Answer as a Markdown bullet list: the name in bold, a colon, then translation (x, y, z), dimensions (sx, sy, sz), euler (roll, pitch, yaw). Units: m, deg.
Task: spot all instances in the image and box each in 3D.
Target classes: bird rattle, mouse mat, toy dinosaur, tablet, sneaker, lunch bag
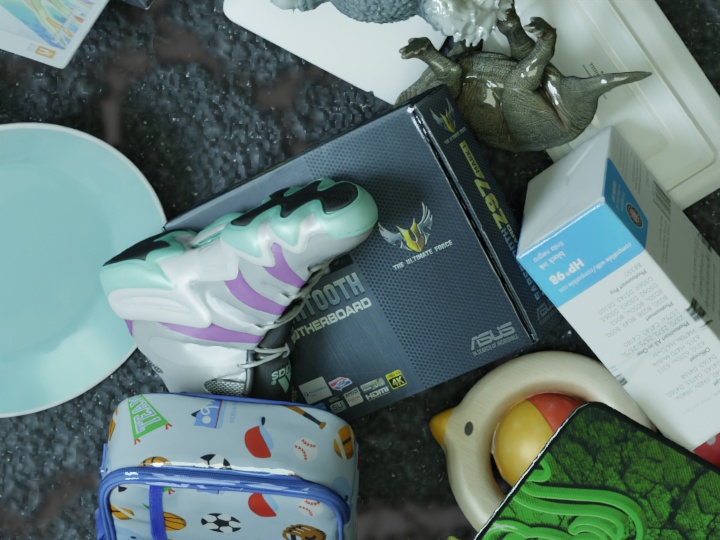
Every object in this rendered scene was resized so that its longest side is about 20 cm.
- **bird rattle**: translation (0.130, 0.124, 1.772), dimensions (0.200, 0.113, 0.163), euler (-30, 79, 3)
- **mouse mat**: translation (0.158, 0.174, 1.725), dimensions (0.200, 0.008, 0.161), euler (29, 105, -27)
- **toy dinosaur**: translation (0.086, -0.105, 1.732), dimensions (0.200, 0.077, 0.102), euler (-6, 126, 23)
- **tablet**: translation (0.017, -0.214, 1.769), dimensions (0.130, 0.014, 0.200), euler (27, 98, -2)
- **sneaker**: translation (-0.048, 0.031, 1.707), dimensions (0.200, 0.078, 0.140), euler (-16, 103, 42)
- **lunch bag**: translation (-0.081, 0.145, 1.740), dimensions (0.160, 0.200, 0.076), euler (3, 60, 0)

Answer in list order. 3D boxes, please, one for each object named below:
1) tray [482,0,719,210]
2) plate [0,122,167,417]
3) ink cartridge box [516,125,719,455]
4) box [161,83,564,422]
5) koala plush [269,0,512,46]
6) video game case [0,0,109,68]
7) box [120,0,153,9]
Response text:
- **tray**: translation (0.140, -0.116, 1.756), dimensions (0.107, 0.022, 0.200), euler (-32, 99, 19)
- **plate**: translation (-0.213, -0.003, 1.770), dimensions (0.200, 0.026, 0.200), euler (-8, 120, -15)
- **ink cartridge box**: translation (0.180, 0.026, 1.729), dimensions (0.067, 0.116, 0.200), euler (-35, 106, 20)
- **box**: translation (0.000, 0.000, 1.741), dimensions (0.200, 0.051, 0.158), euler (-24, 97, 31)
- **koala plush**: translation (0.020, -0.233, 1.680), dimensions (0.177, 0.184, 0.200), euler (8, 105, 23)
- **video game case**: translation (-0.223, -0.184, 1.634), dimensions (0.182, 0.200, 0.022), euler (18, 65, -14)
- **box**: translation (-0.115, -0.274, 1.666), dimensions (0.049, 0.161, 0.200), euler (23, 72, 35)
